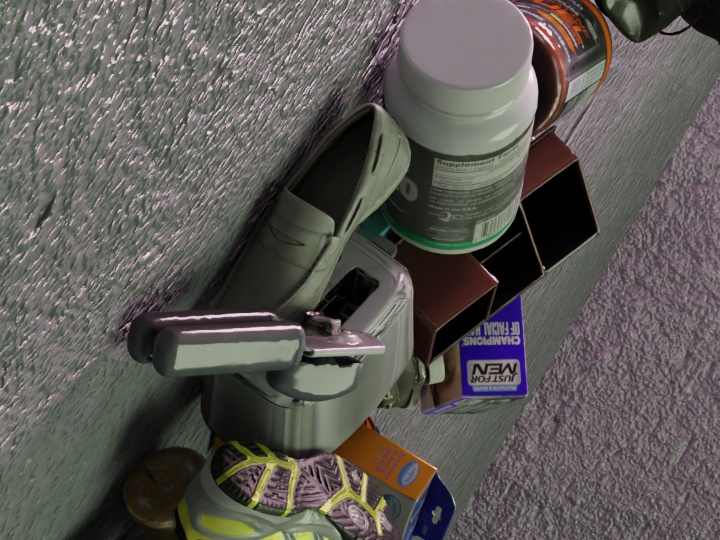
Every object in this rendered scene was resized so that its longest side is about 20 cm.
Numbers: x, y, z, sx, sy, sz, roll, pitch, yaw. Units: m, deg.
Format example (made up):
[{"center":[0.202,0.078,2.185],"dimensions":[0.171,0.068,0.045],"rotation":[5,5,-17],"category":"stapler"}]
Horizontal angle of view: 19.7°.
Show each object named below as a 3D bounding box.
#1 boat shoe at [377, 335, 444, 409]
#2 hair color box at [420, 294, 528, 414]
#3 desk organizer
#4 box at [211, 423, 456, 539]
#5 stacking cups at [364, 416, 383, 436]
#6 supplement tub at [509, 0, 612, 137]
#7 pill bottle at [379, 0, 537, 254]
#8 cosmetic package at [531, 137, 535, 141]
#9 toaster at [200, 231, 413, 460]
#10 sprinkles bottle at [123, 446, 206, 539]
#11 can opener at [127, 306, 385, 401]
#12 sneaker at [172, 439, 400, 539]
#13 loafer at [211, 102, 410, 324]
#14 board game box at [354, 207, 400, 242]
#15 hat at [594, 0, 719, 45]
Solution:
[{"center":[0.021,0.081,1.733],"dimensions":[0.060,0.072,0.202],"rotation":[-12,172,-12],"category":"boat shoe"},{"center":[0.088,0.015,1.736],"dimensions":[0.109,0.065,0.201],"rotation":[146,-59,-70],"category":"hair color box"},{"center":[0.102,-0.019,1.639],"dimensions":[0.200,0.077,0.072],"rotation":[-36,161,-21],"category":"desk organizer"},{"center":[-0.022,0.157,1.621],"dimensions":[0.042,0.200,0.119],"rotation":[-50,166,-32],"category":"box"},{"center":[-0.012,0.148,1.786],"dimensions":[0.061,0.060,0.200],"rotation":[-56,159,-10],"category":"stacking cups"},{"center":[0.143,-0.174,1.693],"dimensions":[0.107,0.107,0.200],"rotation":[-63,168,25],"category":"supplement tub"},{"center":[0.071,-0.109,1.526],"dimensions":[0.113,0.113,0.200],"rotation":[-52,162,-28],"category":"pill bottle"},{"center":[0.098,-0.033,1.860],"dimensions":[0.200,0.107,0.090],"rotation":[-52,173,-17],"category":"cosmetic package"},{"center":[-0.043,0.058,1.510],"dimensions":[0.200,0.113,0.129],"rotation":[-45,160,-26],"category":"toaster"},{"center":[-0.114,0.212,1.547],"dimensions":[0.068,0.068,0.200],"rotation":[-53,145,-24],"category":"sprinkles bottle"},{"center":[-0.066,0.061,1.352],"dimensions":[0.199,0.053,0.067],"rotation":[-2,109,-45],"category":"can opener"},{"center":[-0.051,0.174,1.479],"dimensions":[0.076,0.076,0.200],"rotation":[-40,137,26],"category":"sneaker"},{"center":[-0.041,-0.030,1.417],"dimensions":[0.200,0.070,0.070],"rotation":[-56,153,-13],"category":"loafer"},{"center":[0.000,0.000,1.694],"dimensions":[0.152,0.045,0.200],"rotation":[-47,164,-43],"category":"board game box"},{"center":[0.227,-0.248,1.747],"dimensions":[0.081,0.201,0.201],"rotation":[-36,168,2],"category":"hat"}]
